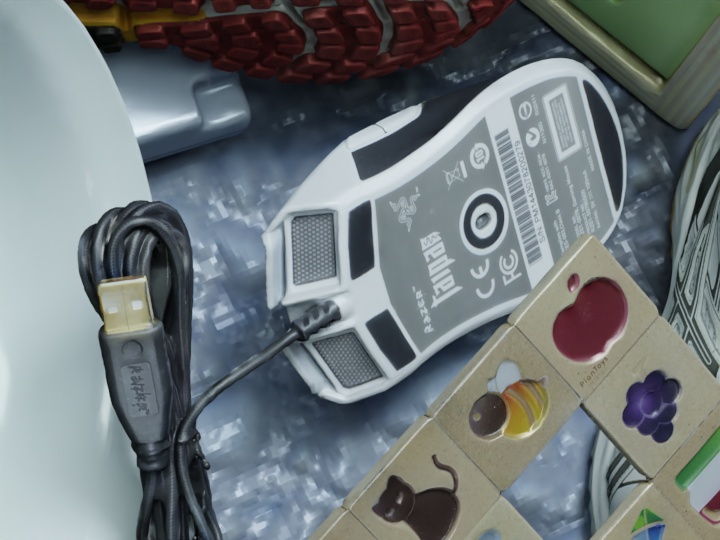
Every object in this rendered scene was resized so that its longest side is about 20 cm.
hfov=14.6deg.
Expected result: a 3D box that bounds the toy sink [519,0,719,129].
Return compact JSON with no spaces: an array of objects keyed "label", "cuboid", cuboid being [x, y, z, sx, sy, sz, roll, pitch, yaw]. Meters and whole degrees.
[{"label":"toy sink","cuboid":[0.067,-0.159,0.863,0.200,0.130,0.112,41,70,3]}]

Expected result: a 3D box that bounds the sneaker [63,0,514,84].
[{"label":"sneaker","cuboid":[-0.044,-0.108,0.817,0.198,0.078,0.083,7,70,-9]}]

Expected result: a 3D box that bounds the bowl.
[{"label":"bowl","cuboid":[-0.133,0.019,0.748,0.090,0.201,0.203,-2,70,21]}]

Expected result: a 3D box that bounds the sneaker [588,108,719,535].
[{"label":"sneaker","cuboid":[0.119,0.025,0.836,0.075,0.088,0.201,12,72,-9]}]

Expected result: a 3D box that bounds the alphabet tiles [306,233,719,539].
[{"label":"alphabet tiles","cuboid":[0.045,0.117,0.776,0.200,0.008,0.167,-47,117,-9]}]

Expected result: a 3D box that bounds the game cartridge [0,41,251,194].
[{"label":"game cartridge","cuboid":[-0.128,-0.115,0.862,0.133,0.040,0.201,-16,76,-19]}]

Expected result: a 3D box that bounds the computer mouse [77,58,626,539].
[{"label":"computer mouse","cuboid":[0.000,0.000,0.830,0.199,0.044,0.110,-31,116,-32]}]
